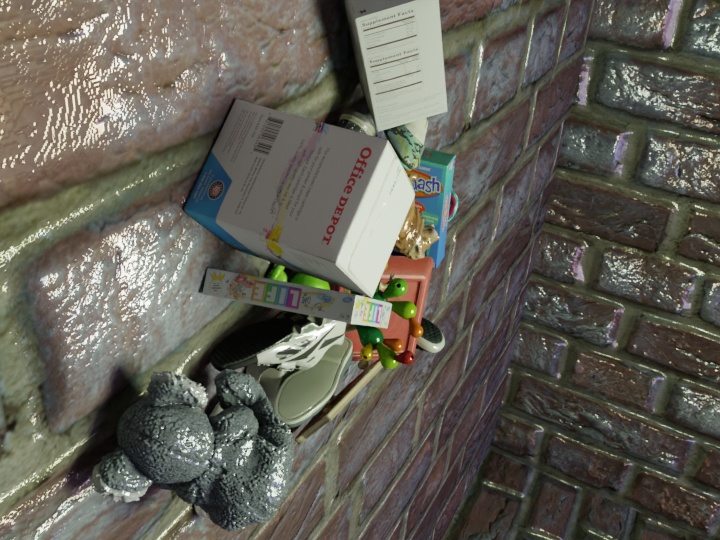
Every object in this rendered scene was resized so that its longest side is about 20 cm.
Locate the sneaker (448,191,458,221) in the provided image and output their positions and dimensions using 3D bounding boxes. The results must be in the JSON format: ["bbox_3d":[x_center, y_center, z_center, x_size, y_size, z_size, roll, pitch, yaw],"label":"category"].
[{"bbox_3d":[0.131,-0.132,1.395,0.200,0.120,0.084,-8,115,-67],"label":"sneaker"}]

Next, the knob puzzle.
[{"bbox_3d":[-0.043,0.203,1.168,0.220,0.030,0.220,-43,177,-3],"label":"knob puzzle"}]

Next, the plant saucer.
[{"bbox_3d":[0.020,0.073,1.228,0.037,0.199,0.201,-123,-142,-60],"label":"plant saucer"}]

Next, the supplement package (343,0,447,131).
[{"bbox_3d":[0.047,-0.310,1.000,0.200,0.109,0.114,74,0,-57],"label":"supplement package"}]

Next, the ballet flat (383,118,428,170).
[{"bbox_3d":[0.066,-0.226,1.106,0.200,0.074,0.074,-109,-165,-49],"label":"ballet flat"}]

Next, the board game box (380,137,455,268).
[{"bbox_3d":[0.072,-0.113,1.224,0.045,0.151,0.201,-52,151,-47],"label":"board game box"}]

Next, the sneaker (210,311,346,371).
[{"bbox_3d":[-0.102,0.109,0.991,0.199,0.074,0.089,-21,121,-23],"label":"sneaker"}]

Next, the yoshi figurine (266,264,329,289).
[{"bbox_3d":[-0.079,-0.009,1.023,0.112,0.112,0.200,-48,156,-13],"label":"yoshi figurine"}]

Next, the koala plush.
[{"bbox_3d":[-0.192,0.199,0.839,0.178,0.184,0.200,-54,135,-3],"label":"koala plush"}]

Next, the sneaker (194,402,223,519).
[{"bbox_3d":[-0.173,0.271,1.030,0.075,0.088,0.201,-27,132,-59],"label":"sneaker"}]

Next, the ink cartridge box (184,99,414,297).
[{"bbox_3d":[-0.063,-0.081,0.852,0.147,0.199,0.146,-67,158,-10],"label":"ink cartridge box"}]

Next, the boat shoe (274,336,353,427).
[{"bbox_3d":[-0.064,0.173,1.080,0.200,0.072,0.062,-53,153,-53],"label":"boat shoe"}]

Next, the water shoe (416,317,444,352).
[{"bbox_3d":[0.079,0.121,1.377,0.071,0.200,0.079,-7,115,-39],"label":"water shoe"}]

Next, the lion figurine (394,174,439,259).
[{"bbox_3d":[0.043,-0.085,1.059,0.200,0.072,0.123,10,80,-55],"label":"lion figurine"}]

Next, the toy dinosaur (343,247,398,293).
[{"bbox_3d":[0.000,0.000,1.144,0.101,0.058,0.201,-1,116,-20],"label":"toy dinosaur"}]

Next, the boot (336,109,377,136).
[{"bbox_3d":[-0.026,-0.120,1.097,0.154,0.073,0.204,-57,154,-23],"label":"boot"}]

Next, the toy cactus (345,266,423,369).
[{"bbox_3d":[0.003,0.058,1.063,0.102,0.165,0.201,-6,71,-45],"label":"toy cactus"}]

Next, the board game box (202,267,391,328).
[{"bbox_3d":[-0.076,0.035,0.916,0.134,0.199,0.034,19,82,-68],"label":"board game box"}]

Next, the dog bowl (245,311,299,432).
[{"bbox_3d":[-0.109,0.152,1.130,0.200,0.058,0.201,-49,150,-43],"label":"dog bowl"}]
